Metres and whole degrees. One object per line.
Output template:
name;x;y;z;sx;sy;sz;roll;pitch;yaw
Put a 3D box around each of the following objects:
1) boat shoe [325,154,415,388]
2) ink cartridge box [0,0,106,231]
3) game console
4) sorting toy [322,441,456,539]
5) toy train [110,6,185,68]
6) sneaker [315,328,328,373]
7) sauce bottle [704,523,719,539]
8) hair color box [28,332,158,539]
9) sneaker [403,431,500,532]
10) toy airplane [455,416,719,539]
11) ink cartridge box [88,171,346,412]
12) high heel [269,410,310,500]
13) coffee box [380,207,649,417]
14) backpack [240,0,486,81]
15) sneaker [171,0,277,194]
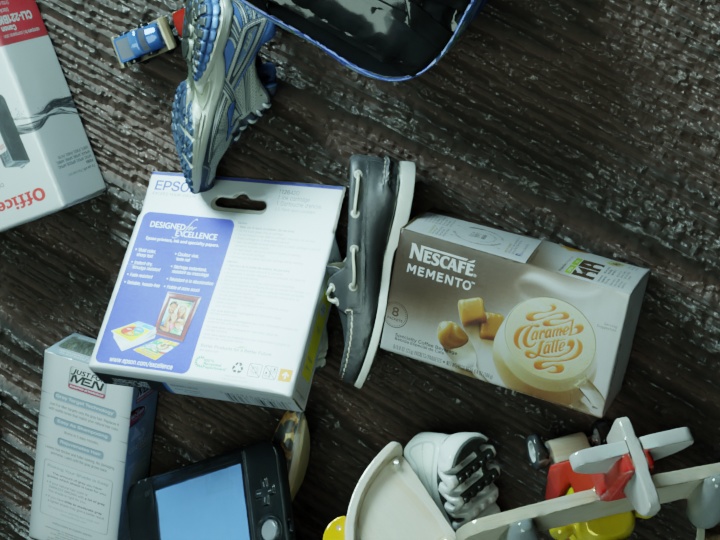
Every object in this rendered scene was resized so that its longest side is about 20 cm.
boat shoe;0.000;0.000;1.391;0.060;0.074;0.202;11;104;-4
ink cartridge box;-0.342;-0.137;1.497;0.143;0.084;0.201;-17;99;25
game console;-0.163;0.252;1.432;0.199;0.116;0.177;-20;69;35
sorting toy;0.043;0.281;1.417;0.106;0.180;0.201;-30;69;-13
toy train;-0.138;-0.218;1.411;0.199;0.046;0.034;-18;98;26
sneaker;-0.122;0.058;1.483;0.198;0.077;0.086;-3;85;18
sauce bottle;0.354;0.294;1.350;0.066;0.066;0.201;-27;93;26
hair color box;-0.257;0.172;1.566;0.098;0.061;0.202;15;111;17
sneaker;0.088;0.232;1.446;0.081;0.075;0.202;7;113;44
toy airplane;0.202;0.190;1.297;0.199;0.199;0.142;-15;82;32
ink cartridge box;-0.120;0.015;1.436;0.196;0.047;0.201;6;63;21
high heel;-0.127;0.188;1.508;0.142;0.071;0.201;22;121;8
coffee box;0.128;0.032;1.357;0.199;0.080;0.115;17;111;17
backpack;0.012;-0.261;1.280;0.199;0.147;0.184;35;114;3
sneaker;-0.112;-0.146;1.400;0.084;0.077;0.201;-2;135;-18
